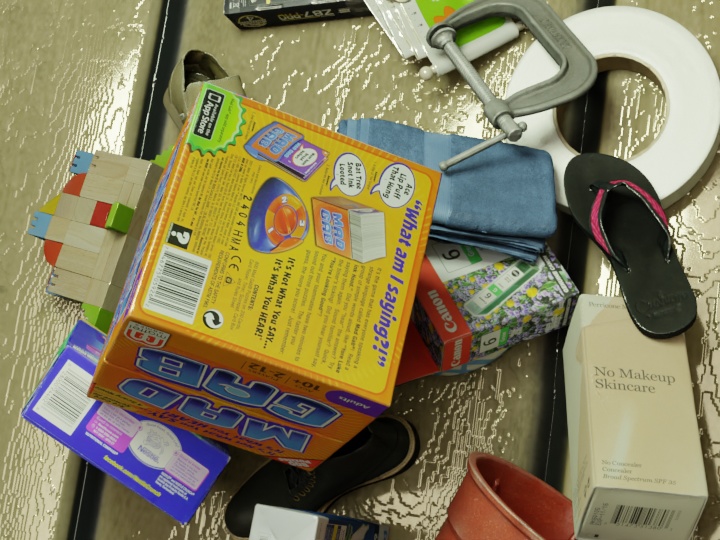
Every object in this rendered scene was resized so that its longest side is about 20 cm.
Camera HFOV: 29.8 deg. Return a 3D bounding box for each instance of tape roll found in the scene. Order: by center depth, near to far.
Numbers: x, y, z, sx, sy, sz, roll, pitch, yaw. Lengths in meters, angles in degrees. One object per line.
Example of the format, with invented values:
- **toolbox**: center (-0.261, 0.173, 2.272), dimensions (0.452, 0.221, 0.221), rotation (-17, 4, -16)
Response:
- **tape roll**: center (0.232, -0.144, 1.249), dimensions (0.202, 0.037, 0.204), rotation (-4, 77, 17)

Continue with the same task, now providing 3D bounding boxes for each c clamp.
- **c clamp**: center (0.121, -0.187, 1.229), dimensions (0.170, 0.027, 0.201), rotation (-19, 47, -2)

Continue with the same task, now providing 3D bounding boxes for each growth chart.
- **growth chart**: center (0.063, -0.281, 1.315), dimensions (0.144, 0.018, 0.200), rotation (-36, 79, -9)

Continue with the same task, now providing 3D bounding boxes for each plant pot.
- **plant pot**: center (0.116, 0.288, 1.113), dimensions (0.200, 0.201, 0.196), rotation (37, 98, 21)

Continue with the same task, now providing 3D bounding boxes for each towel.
- **towel**: center (0.072, -0.074, 1.196), dimensions (0.199, 0.049, 0.112), rotation (9, 54, -4)

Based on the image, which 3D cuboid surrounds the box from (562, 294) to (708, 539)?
- **box**: center (0.221, 0.120, 1.112), dimensions (0.094, 0.078, 0.201), rotation (4, 46, -2)

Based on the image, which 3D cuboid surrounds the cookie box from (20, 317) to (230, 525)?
- **cookie box**: center (-0.207, 0.129, 1.210), dimensions (0.171, 0.200, 0.075), rotation (36, 88, -10)

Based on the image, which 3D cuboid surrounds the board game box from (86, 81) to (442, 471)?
- **board game box**: center (-0.078, 0.014, 1.066), dimensions (0.199, 0.200, 0.201), rotation (20, 63, -11)

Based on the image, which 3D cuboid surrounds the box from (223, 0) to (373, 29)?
- **box**: center (-0.057, -0.355, 1.383), dimensions (0.160, 0.049, 0.201), rotation (-4, 77, 18)

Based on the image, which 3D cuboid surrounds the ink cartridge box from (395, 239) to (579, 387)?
- **ink cartridge box**: center (0.080, 0.025, 1.199), dimensions (0.199, 0.050, 0.109), rotation (-19, 56, -15)

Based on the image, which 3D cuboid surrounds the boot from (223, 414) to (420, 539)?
- **boot**: center (-0.056, 0.178, 1.212), dimensions (0.199, 0.138, 0.078), rotation (-33, 70, 9)

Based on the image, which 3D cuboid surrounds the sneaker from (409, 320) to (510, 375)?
- **sneaker**: center (0.044, 0.058, 1.243), dimensions (0.199, 0.072, 0.072), rotation (-3, 75, 14)

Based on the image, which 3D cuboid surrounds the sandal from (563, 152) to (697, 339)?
- **sandal**: center (0.232, -0.034, 1.156), dimensions (0.075, 0.045, 0.201), rotation (-22, 53, 2)

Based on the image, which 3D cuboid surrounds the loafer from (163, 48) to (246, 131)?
- **loafer**: center (-0.140, -0.150, 1.313), dimensions (0.076, 0.068, 0.200), rotation (-16, 41, -28)

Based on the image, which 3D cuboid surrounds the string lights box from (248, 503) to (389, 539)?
- **string lights box**: center (-0.038, 0.259, 1.154), dimensions (0.059, 0.200, 0.103), rotation (7, 81, 19)

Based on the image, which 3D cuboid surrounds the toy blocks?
- **toy blocks**: center (-0.270, -0.042, 1.365), dimensions (0.136, 0.100, 0.201), rotation (13, 82, 32)
